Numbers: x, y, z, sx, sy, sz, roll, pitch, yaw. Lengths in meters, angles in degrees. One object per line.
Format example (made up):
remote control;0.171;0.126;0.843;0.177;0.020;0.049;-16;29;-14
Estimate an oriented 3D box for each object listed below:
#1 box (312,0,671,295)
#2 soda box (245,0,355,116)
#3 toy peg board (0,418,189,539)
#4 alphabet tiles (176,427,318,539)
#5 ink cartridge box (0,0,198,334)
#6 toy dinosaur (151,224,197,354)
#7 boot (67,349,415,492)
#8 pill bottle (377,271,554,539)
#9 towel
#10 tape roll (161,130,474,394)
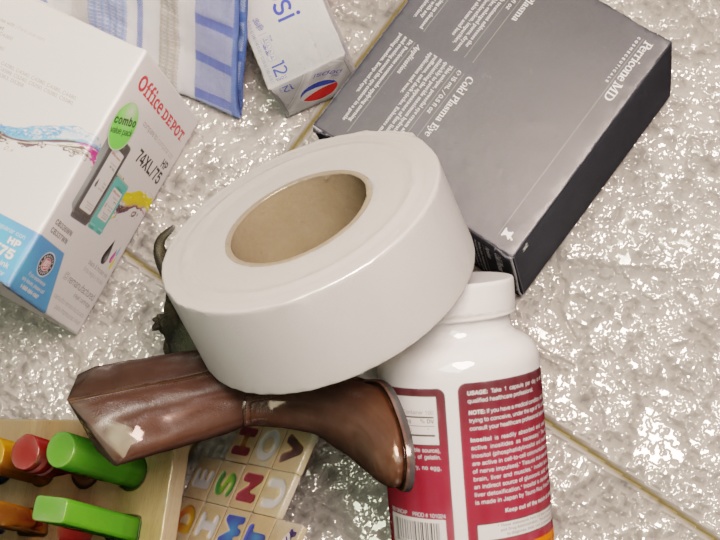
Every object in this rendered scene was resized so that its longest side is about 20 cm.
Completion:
box;0.101;-0.119;1.194;0.182;0.104;0.200;35;83;18
soda box;-0.069;-0.228;1.277;0.068;0.063;0.200;-24;71;4
toy peg board;-0.240;0.197;1.135;0.199;0.098;0.201;-2;72;31
alphabet tiles;-0.096;0.199;1.125;0.167;0.008;0.200;0;62;55
ink cartridge box;-0.247;-0.084;1.224;0.146;0.147;0.200;26;81;17
toy dinosaur;-0.119;0.049;1.173;0.077;0.200;0.102;-1;47;-17
boot;-0.083;0.104;1.056;0.199;0.064;0.186;-8;27;-24
pill bottle;0.071;0.105;1.099;0.113;0.113;0.201;-3;96;9
towel;-0.178;-0.206;1.254;0.200;0.147;0.024;24;49;14
tape roll;-0.028;-0.009;1.067;0.202;0.071;0.203;-20;30;12
